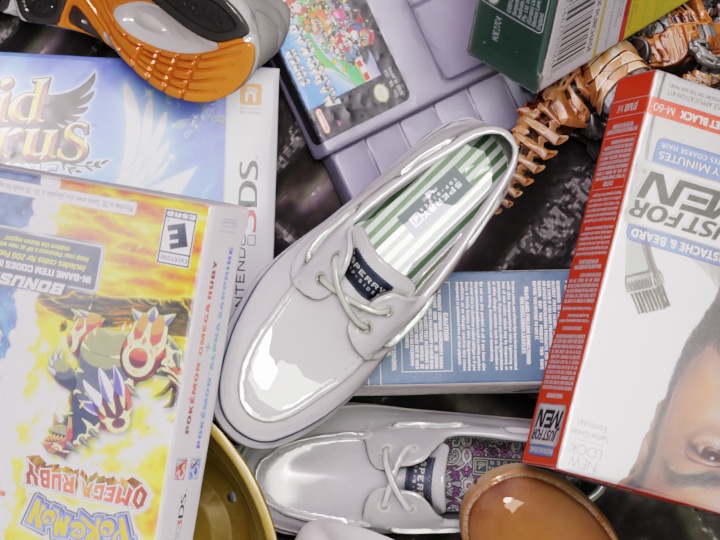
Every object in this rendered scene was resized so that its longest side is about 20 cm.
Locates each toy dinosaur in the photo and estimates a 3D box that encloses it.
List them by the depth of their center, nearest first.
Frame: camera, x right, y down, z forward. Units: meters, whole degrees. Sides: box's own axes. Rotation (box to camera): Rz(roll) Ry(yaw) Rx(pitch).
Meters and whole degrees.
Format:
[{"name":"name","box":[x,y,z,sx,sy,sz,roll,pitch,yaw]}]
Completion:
[{"name":"toy dinosaur","box":[0.140,-0.080,1.566,0.199,0.102,0.136,-34,89,-11]}]

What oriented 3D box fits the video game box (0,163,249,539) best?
[{"name":"video game box","box":[-0.162,0.044,1.419,0.199,0.047,0.183,10,94,24]}]

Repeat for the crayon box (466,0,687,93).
[{"name":"crayon box","box":[0.140,-0.185,1.512,0.051,0.128,0.200,32,42,27]}]

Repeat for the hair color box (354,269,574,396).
[{"name":"hair color box","box":[0.073,0.032,1.540,0.199,0.100,0.061,0,85,-14]}]

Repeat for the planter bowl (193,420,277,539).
[{"name":"planter bowl","box":[-0.109,0.137,1.481,0.199,0.083,0.202,5,102,25]}]

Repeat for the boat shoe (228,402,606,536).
[{"name":"boat shoe","box":[0.031,0.107,1.544,0.199,0.068,0.073,6,87,-14]}]

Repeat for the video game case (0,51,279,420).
[{"name":"video game case","box":[-0.143,-0.017,1.517,0.199,0.045,0.183,2,87,-14]}]

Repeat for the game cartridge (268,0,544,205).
[{"name":"game cartridge","box":[0.004,-0.146,1.563,0.129,0.038,0.201,-27,95,-17]}]

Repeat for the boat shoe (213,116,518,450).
[{"name":"boat shoe","box":[0.000,0.000,1.439,0.073,0.067,0.200,39,80,-4]}]

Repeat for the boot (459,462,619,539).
[{"name":"boot","box":[0.114,0.206,1.493,0.076,0.155,0.201,-20,116,3]}]

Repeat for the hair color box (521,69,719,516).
[{"name":"hair color box","box":[0.161,0.013,1.478,0.110,0.064,0.201,15,87,-13]}]

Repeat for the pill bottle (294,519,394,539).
[{"name":"pill bottle","box":[-0.019,0.236,1.494,0.114,0.114,0.201,24,97,-12]}]

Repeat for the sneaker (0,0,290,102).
[{"name":"sneaker","box":[-0.125,-0.152,1.514,0.199,0.092,0.076,34,113,12]}]
